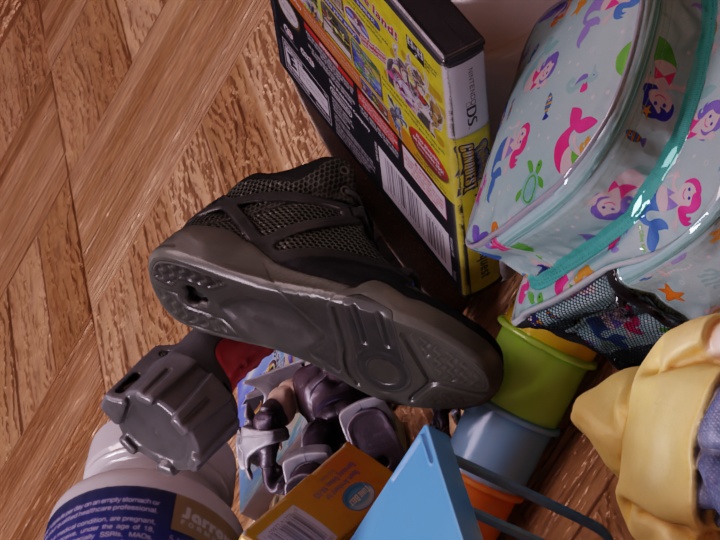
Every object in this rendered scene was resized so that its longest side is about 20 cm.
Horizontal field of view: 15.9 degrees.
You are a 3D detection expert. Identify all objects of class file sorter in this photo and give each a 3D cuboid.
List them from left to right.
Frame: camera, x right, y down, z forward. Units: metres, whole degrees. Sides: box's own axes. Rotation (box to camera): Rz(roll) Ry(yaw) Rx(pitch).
[{"bbox_3d":[0.058,0.192,1.129,0.139,0.122,0.200,-58,20,19],"label":"file sorter"}]

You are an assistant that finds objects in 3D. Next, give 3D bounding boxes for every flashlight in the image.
[{"bbox_3d":[-0.052,0.038,1.398,0.068,0.068,0.200,-9,26,39],"label":"flashlight"}]

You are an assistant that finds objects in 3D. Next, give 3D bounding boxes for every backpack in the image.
[{"bbox_3d":[0.152,-0.058,1.177,0.200,0.150,0.178,-21,45,56],"label":"backpack"}]

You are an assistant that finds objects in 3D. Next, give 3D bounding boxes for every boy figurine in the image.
[{"bbox_3d":[0.150,0.081,1.117,0.200,0.064,0.125,-178,93,-72],"label":"boy figurine"}]

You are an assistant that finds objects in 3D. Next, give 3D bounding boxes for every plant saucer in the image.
[{"bbox_3d":[0.017,-0.066,1.485,0.032,0.200,0.200,-30,28,9],"label":"plant saucer"}]

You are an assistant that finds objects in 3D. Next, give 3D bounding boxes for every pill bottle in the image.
[{"bbox_3d":[-0.127,0.183,1.475,0.120,0.119,0.200,-47,25,40],"label":"pill bottle"}]

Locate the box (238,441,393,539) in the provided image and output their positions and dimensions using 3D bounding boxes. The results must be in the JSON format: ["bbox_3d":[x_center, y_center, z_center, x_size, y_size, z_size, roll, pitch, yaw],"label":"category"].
[{"bbox_3d":[-0.055,0.190,1.275,0.119,0.041,0.200,-37,-25,-59],"label":"box"}]

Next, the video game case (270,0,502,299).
[{"bbox_3d":[0.006,-0.109,1.291,0.200,0.025,0.181,53,163,35],"label":"video game case"}]

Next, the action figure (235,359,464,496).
[{"bbox_3d":[-0.009,0.087,1.403,0.130,0.070,0.200,-25,14,8],"label":"action figure"}]

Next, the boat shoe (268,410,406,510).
[{"bbox_3d":[-0.017,0.155,1.457,0.068,0.075,0.200,-52,12,34],"label":"boat shoe"}]

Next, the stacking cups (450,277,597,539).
[{"bbox_3d":[0.068,0.087,1.330,0.200,0.060,0.061,-62,19,9],"label":"stacking cups"}]

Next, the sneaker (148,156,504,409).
[{"bbox_3d":[0.000,0.000,1.335,0.114,0.199,0.076,-50,-34,-35],"label":"sneaker"}]

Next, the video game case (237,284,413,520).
[{"bbox_3d":[-0.017,0.038,1.632,0.182,0.045,0.200,-55,21,28],"label":"video game case"}]

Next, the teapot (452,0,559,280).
[{"bbox_3d":[0.092,-0.129,1.421,0.200,0.146,0.198,-34,45,1],"label":"teapot"}]
